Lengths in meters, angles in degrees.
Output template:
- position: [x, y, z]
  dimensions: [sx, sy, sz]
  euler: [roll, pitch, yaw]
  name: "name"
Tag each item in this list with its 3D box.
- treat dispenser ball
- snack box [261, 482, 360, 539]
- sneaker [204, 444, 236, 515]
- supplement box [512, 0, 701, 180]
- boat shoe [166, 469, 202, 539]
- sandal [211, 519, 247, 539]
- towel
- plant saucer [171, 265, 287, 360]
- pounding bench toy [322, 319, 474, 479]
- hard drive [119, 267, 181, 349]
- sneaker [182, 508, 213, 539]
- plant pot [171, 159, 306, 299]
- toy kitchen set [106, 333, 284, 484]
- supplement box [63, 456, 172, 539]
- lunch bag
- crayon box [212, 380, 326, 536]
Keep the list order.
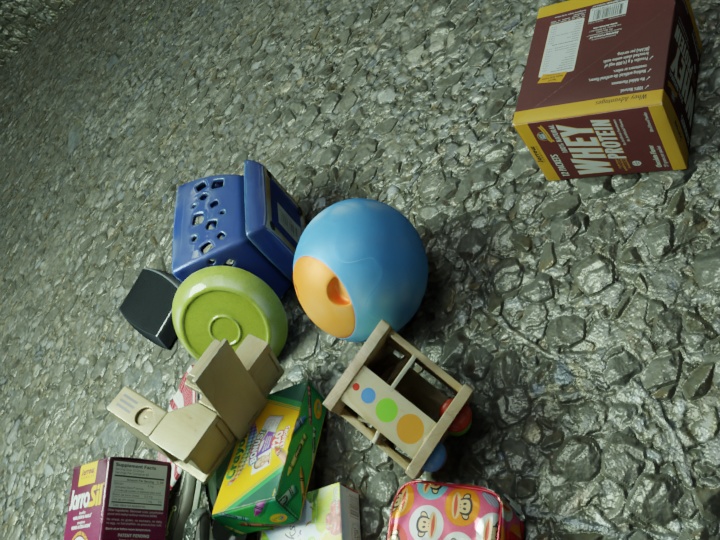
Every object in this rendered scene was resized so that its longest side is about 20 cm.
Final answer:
- position: [0.000, 0.000, 1.009]
  dimensions: [0.197, 0.200, 0.205]
  euler: [-20, 52, 28]
  name: "treat dispenser ball"
- position: [-0.065, 0.400, 0.915]
  dimensions: [0.140, 0.053, 0.204]
  euler: [-26, 48, 26]
  name: "snack box"
- position: [-0.205, 0.289, 1.091]
  dimensions: [0.074, 0.077, 0.206]
  euler: [131, 141, -68]
  name: "sneaker"
- position: [0.333, -0.249, 0.938]
  dimensions: [0.194, 0.132, 0.205]
  euler: [0, 63, 39]
  name: "supplement box"
- position: [-0.269, 0.361, 1.029]
  dimensions: [0.072, 0.059, 0.208]
  euler: [133, 144, -73]
  name: "boat shoe"
- position: [-0.204, 0.425, 0.995]
  dimensions: [0.073, 0.045, 0.205]
  euler: [13, 71, 0]
  name: "sandal"
- position: [-0.302, 0.270, 1.161]
  dimensions: [0.201, 0.022, 0.146]
  euler: [-55, 36, 36]
  name: "towel"
- position: [-0.217, 0.091, 1.141]
  dimensions: [0.197, 0.202, 0.031]
  euler: [-30, 19, 20]
  name: "plant saucer"
- position: [0.063, 0.179, 0.907]
  dimensions: [0.155, 0.200, 0.125]
  euler: [36, 82, 16]
  name: "pounding bench toy"
- position: [-0.417, 0.068, 1.429]
  dimensions: [0.198, 0.042, 0.137]
  euler: [22, 78, 45]
  name: "hard drive"
- position: [-0.189, 0.413, 0.933]
  dimensions: [0.074, 0.077, 0.206]
  euler: [179, 78, -67]
  name: "sneaker"
- position: [-0.198, -0.053, 1.221]
  dimensions: [0.176, 0.200, 0.204]
  euler: [-24, 49, 17]
  name: "plant pot"
- position: [-0.251, 0.154, 1.021]
  dimensions: [0.177, 0.165, 0.202]
  euler: [19, 59, 31]
  name: "toy kitchen set"
- position: [-0.347, 0.378, 0.987]
  dimensions: [0.129, 0.102, 0.205]
  euler: [-25, 57, 42]
  name: "supplement box"
- position: [0.110, 0.345, 0.784]
  dimensions: [0.173, 0.082, 0.205]
  euler: [-6, 59, 36]
  name: "lunch bag"
- position: [-0.125, 0.266, 1.006]
  dimensions: [0.117, 0.059, 0.202]
  euler: [-23, 32, 28]
  name: "crayon box"
